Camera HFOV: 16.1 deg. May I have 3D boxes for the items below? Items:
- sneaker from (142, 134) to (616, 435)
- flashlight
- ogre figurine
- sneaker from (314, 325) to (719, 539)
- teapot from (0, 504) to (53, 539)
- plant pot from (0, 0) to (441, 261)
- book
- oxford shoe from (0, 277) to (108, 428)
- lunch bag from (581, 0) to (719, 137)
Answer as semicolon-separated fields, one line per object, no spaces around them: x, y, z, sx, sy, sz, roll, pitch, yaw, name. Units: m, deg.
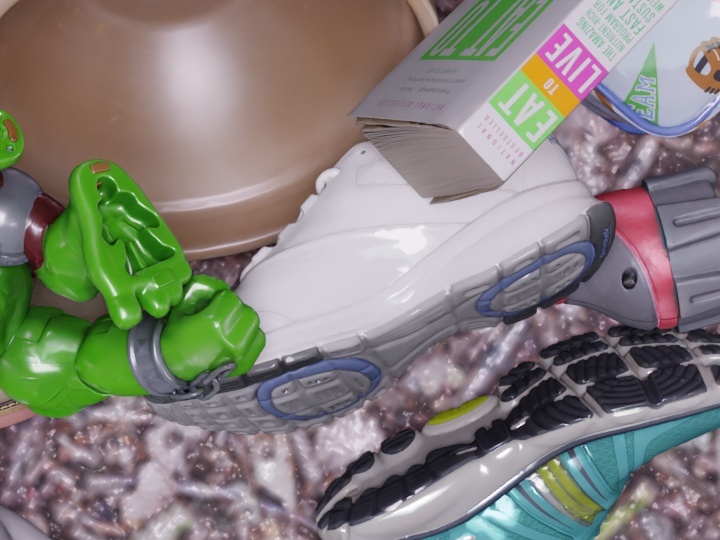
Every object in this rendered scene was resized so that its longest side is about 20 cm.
0.000;0.000;1.019;0.199;0.075;0.087;-26;66;-3;sneaker
0.058;0.011;1.067;0.199;0.068;0.068;-15;102;-1;flashlight
-0.142;-0.006;0.962;0.199;0.120;0.099;18;56;-22;ogre figurine
0.079;0.086;1.080;0.199;0.078;0.080;-26;113;5;sneaker
-0.199;0.181;1.016;0.200;0.198;0.146;-37;105;12;teapot
-0.072;-0.100;1.021;0.200;0.201;0.093;-13;54;-1;plant pot
0.094;-0.110;0.934;0.200;0.134;0.048;-46;102;-9;book
-0.181;0.023;1.031;0.199;0.071;0.074;-13;121;-25;oxford shoe
0.130;-0.167;1.051;0.160;0.076;0.200;39;92;-4;lunch bag
